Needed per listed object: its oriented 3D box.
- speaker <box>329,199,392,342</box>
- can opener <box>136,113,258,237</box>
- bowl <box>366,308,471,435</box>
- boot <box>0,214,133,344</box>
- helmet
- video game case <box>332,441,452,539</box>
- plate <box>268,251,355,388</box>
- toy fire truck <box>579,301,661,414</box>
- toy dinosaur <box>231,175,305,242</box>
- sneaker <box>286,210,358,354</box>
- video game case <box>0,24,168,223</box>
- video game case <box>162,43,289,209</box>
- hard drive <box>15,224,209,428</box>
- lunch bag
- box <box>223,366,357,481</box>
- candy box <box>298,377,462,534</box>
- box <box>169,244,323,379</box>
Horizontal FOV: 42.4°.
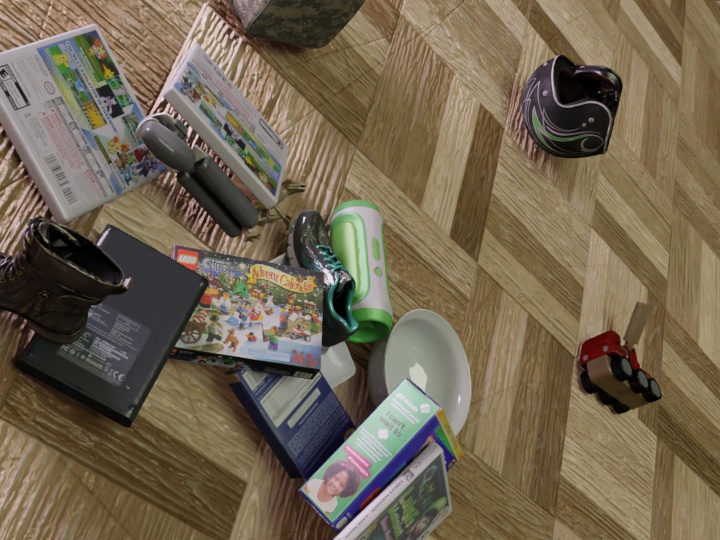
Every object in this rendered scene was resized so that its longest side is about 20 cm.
[{"bbox_3d":[0.000,0.000,1.358,0.088,0.088,0.202,25,49,-40],"label":"speaker"},{"bbox_3d":[-0.203,-0.110,1.151,0.200,0.053,0.067,51,25,-33],"label":"can opener"},{"bbox_3d":[0.073,0.165,1.391,0.200,0.090,0.204,18,64,-43],"label":"bowl"},{"bbox_3d":[-0.333,-0.009,0.928,0.198,0.174,0.070,28,55,-14],"label":"boot"},{"bbox_3d":[0.420,-0.329,1.879,0.200,0.188,0.203,14,90,-75],"label":"helmet"},{"bbox_3d":[0.047,0.330,1.200,0.181,0.023,0.201,-41,148,-19],"label":"video game case"},{"bbox_3d":[-0.108,0.089,1.266,0.199,0.032,0.202,-28,98,-49],"label":"plate"},{"bbox_3d":[0.532,0.161,1.888,0.175,0.128,0.202,32,43,-35],"label":"toy fire truck"},{"bbox_3d":[-0.155,-0.098,1.281,0.199,0.058,0.102,6,57,-47],"label":"toy dinosaur"},{"bbox_3d":[-0.043,0.010,1.274,0.077,0.091,0.203,3,73,-48],"label":"sneaker"},{"bbox_3d":[-0.338,-0.179,1.110,0.182,0.022,0.202,-38,104,-47],"label":"video game case"},{"bbox_3d":[-0.174,-0.196,1.247,0.200,0.022,0.183,48,21,-23],"label":"video game case"},{"bbox_3d":[-0.275,0.058,1.053,0.139,0.033,0.201,30,55,-8],"label":"hard drive"},{"bbox_3d":[-0.110,-0.440,1.379,0.199,0.139,0.169,-7,64,-51],"label":"lunch bag"},{"bbox_3d":[-0.084,0.180,1.213,0.121,0.032,0.201,-45,110,-43],"label":"box"},{"bbox_3d":[0.033,0.261,1.209,0.200,0.077,0.170,-46,147,-12],"label":"candy box"},{"bbox_3d":[-0.146,0.053,1.160,0.198,0.038,0.138,10,60,-18],"label":"box"}]
